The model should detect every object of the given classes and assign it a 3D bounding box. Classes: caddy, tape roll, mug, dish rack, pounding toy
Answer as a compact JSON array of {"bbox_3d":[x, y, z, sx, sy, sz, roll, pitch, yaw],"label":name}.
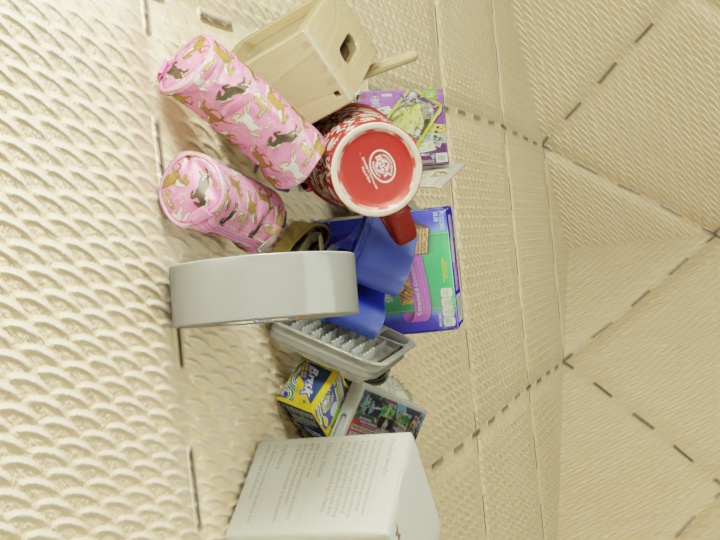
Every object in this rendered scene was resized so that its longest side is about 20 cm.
[{"bbox_3d":[0.000,0.000,1.649,0.142,0.105,0.200,-62,-176,21],"label":"caddy"},{"bbox_3d":[-0.102,0.022,1.332,0.200,0.199,0.067,4,81,-73],"label":"tape roll"},{"bbox_3d":[0.022,-0.120,1.510,0.134,0.177,0.200,-59,-168,3],"label":"mug"},{"bbox_3d":[-0.028,0.094,1.651,0.044,0.171,0.200,-69,167,11],"label":"dish rack"},{"bbox_3d":[-0.056,-0.242,1.530,0.143,0.183,0.200,55,28,-20],"label":"pounding toy"}]

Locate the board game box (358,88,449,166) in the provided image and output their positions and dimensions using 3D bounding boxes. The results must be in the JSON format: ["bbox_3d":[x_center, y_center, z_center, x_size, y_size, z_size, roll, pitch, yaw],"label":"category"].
[{"bbox_3d":[0.039,-0.216,1.924,0.032,0.199,0.121,-178,-97,-65],"label":"board game box"}]

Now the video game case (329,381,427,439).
[{"bbox_3d":[0.008,0.251,1.694,0.200,0.023,0.183,31,81,-57],"label":"video game case"}]

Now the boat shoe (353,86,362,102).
[{"bbox_3d":[-0.030,-0.258,1.805,0.200,0.065,0.072,-92,-159,-70],"label":"boat shoe"}]

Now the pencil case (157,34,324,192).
[{"bbox_3d":[-0.129,-0.173,1.382,0.200,0.086,0.083,41,10,-37],"label":"pencil case"}]

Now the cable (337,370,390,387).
[{"bbox_3d":[-0.007,0.156,1.791,0.199,0.050,0.098,13,74,-53],"label":"cable"}]

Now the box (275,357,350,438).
[{"bbox_3d":[-0.039,0.204,1.677,0.070,0.064,0.200,-56,146,-23],"label":"box"}]

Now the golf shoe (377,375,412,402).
[{"bbox_3d":[0.021,0.190,1.935,0.097,0.078,0.201,-52,131,-42],"label":"golf shoe"}]

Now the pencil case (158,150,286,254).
[{"bbox_3d":[-0.152,-0.073,1.405,0.083,0.086,0.200,-63,160,1],"label":"pencil case"}]

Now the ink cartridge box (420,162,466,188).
[{"bbox_3d":[0.060,-0.135,1.942,0.200,0.175,0.045,-43,137,-68],"label":"ink cartridge box"}]

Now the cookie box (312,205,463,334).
[{"bbox_3d":[0.036,0.005,1.777,0.075,0.199,0.172,-24,107,-78],"label":"cookie box"}]

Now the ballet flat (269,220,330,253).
[{"bbox_3d":[-0.085,-0.010,1.628,0.200,0.063,0.069,-69,150,-55],"label":"ballet flat"}]

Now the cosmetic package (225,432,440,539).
[{"bbox_3d":[-0.028,0.310,1.487,0.168,0.199,0.167,-70,150,-53],"label":"cosmetic package"}]

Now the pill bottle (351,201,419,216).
[{"bbox_3d":[0.031,-0.049,1.935,0.200,0.113,0.115,-49,131,-67],"label":"pill bottle"}]

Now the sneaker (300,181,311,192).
[{"bbox_3d":[-0.053,-0.155,1.782,0.096,0.079,0.200,-58,167,7],"label":"sneaker"}]
